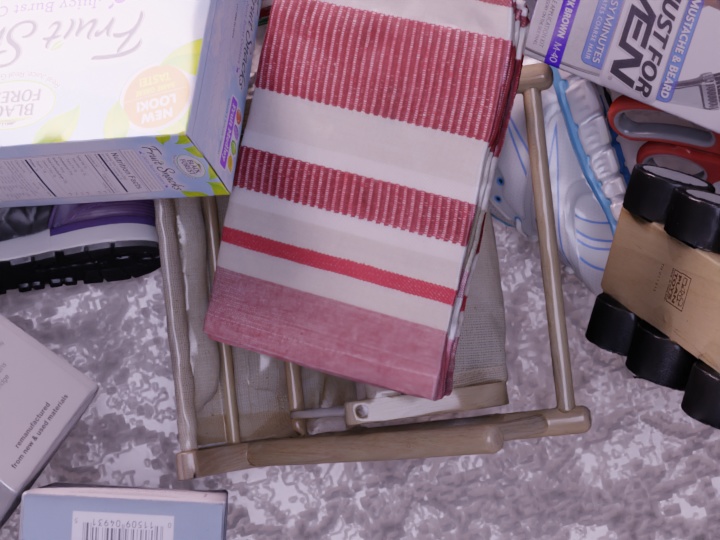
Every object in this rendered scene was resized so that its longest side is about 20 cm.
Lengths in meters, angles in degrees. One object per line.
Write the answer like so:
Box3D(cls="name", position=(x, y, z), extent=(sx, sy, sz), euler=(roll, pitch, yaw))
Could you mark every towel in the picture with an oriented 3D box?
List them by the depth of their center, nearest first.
Box3D(cls="towel", position=(0.001, -0.048, 1.141), extent=(0.143, 0.023, 0.202), euler=(15, 95, 29))

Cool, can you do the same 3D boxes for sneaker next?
Box3D(cls="sneaker", position=(-0.207, -0.035, 1.263), extent=(0.198, 0.076, 0.088), euler=(-5, 73, -7))
Box3D(cls="sneaker", position=(0.113, -0.032, 1.278), extent=(0.086, 0.075, 0.202), euler=(-20, 87, 14))

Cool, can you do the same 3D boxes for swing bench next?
Box3D(cls="swing bench", position=(0.000, 0.000, 1.225), extent=(0.199, 0.129, 0.201), euler=(-7, 88, 28))

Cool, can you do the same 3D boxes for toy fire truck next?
Box3D(cls="toy fire truck", position=(0.233, 0.040, 1.171), extent=(0.198, 0.176, 0.130), euler=(10, 102, -22))

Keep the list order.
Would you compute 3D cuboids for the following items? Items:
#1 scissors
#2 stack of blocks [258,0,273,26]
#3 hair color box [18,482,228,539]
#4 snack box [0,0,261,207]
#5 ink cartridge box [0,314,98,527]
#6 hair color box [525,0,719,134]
Box3D(cls="scissors", position=(0.222, -0.056, 1.205), extent=(0.199, 0.073, 0.014), euler=(11, 53, 33))
Box3D(cls="stack of blocks", position=(-0.037, -0.247, 1.269), extent=(0.114, 0.059, 0.202), euler=(-15, 88, 6))
Box3D(cls="hair color box", position=(-0.118, 0.142, 1.183), extent=(0.098, 0.200, 0.061), euler=(3, 86, -3))
Box3D(cls="snack box", position=(-0.155, -0.120, 1.200), extent=(0.198, 0.068, 0.170), euler=(-3, 62, 21))
Box3D(cls="ink cartridge box", position=(-0.257, 0.061, 1.196), extent=(0.200, 0.145, 0.088), euler=(38, 49, -3))
Box3D(cls="hair color box", position=(0.193, -0.130, 1.174), extent=(0.199, 0.065, 0.110), euler=(22, 116, 12))
